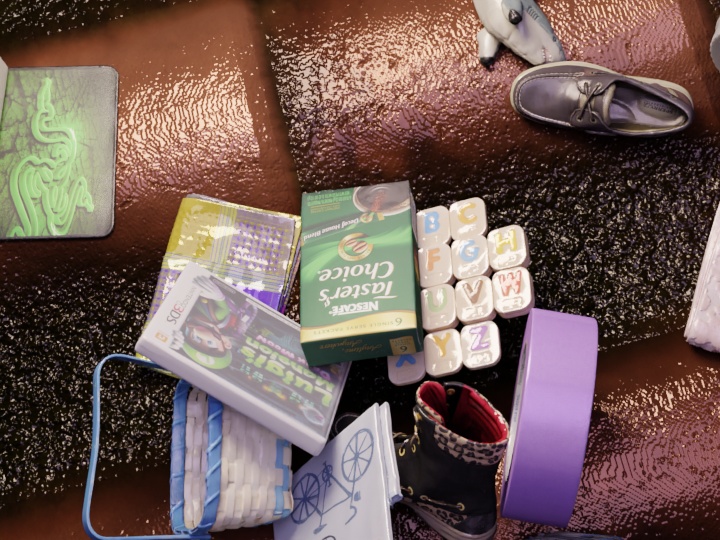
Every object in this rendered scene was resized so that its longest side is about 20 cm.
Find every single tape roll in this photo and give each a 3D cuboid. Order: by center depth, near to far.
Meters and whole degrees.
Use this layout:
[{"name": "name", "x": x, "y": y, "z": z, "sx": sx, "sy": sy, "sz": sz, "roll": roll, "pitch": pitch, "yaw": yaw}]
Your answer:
[{"name": "tape roll", "x": 0.180, "y": 0.141, "z": 1.379, "sx": 0.065, "sy": 0.200, "sz": 0.203, "roll": 8, "pitch": 74, "yaw": 4}]

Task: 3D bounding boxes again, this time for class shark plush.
[{"name": "shark plush", "x": 0.162, "y": -0.307, "z": 1.600, "sx": 0.082, "sy": 0.091, "sz": 0.202, "roll": -5, "pitch": 54, "yaw": -23}]

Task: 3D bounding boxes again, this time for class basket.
[{"name": "basket", "x": -0.167, "y": 0.181, "z": 1.398, "sx": 0.198, "sy": 0.139, "sz": 0.179, "roll": 11, "pitch": 72, "yaw": -25}]

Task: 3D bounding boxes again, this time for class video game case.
[{"name": "video game case", "x": -0.107, "y": 0.081, "z": 1.406, "sx": 0.199, "sy": 0.182, "sz": 0.023, "roll": 31, "pitch": 115, "yaw": -5}]

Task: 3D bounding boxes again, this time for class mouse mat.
[{"name": "mouse mat", "x": -0.345, "y": -0.131, "z": 1.572, "sx": 0.158, "sy": 0.008, "sz": 0.203, "roll": -2, "pitch": 75, "yaw": 1}]

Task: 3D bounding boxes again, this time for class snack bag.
[{"name": "snack bag", "x": -0.022, "y": 0.251, "z": 1.349, "sx": 0.021, "sy": 0.188, "sz": 0.202, "roll": 21, "pitch": 43, "yaw": -30}]

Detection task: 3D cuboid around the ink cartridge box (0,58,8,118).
[{"name": "ink cartridge box", "x": -0.471, "y": -0.151, "z": 1.507, "sx": 0.145, "sy": 0.145, "sz": 0.203, "roll": 2, "pitch": 74, "yaw": 6}]

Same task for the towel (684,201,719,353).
[{"name": "towel", "x": 0.455, "y": 0.013, "z": 1.497, "sx": 0.197, "sy": 0.032, "sz": 0.193, "roll": 16, "pitch": 75, "yaw": 7}]

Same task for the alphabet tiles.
[{"name": "alphabet tiles", "x": 0.078, "y": 0.018, "z": 1.472, "sx": 0.197, "sy": 0.015, "sz": 0.198, "roll": -13, "pitch": 57, "yaw": 18}]

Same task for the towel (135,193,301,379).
[{"name": "towel", "x": -0.147, "y": 0.022, "z": 1.514, "sx": 0.142, "sy": 0.023, "sz": 0.202, "roll": 15, "pitch": 75, "yaw": 5}]

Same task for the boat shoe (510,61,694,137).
[{"name": "boat shoe", "x": 0.259, "y": -0.180, "z": 1.532, "sx": 0.197, "sy": 0.065, "sz": 0.073, "roll": 9, "pitch": 102, "yaw": 2}]

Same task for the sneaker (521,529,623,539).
[{"name": "sneaker", "x": 0.175, "y": 0.295, "z": 1.406, "sx": 0.197, "sy": 0.085, "sz": 0.078, "roll": -7, "pitch": 98, "yaw": 21}]

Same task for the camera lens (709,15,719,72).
[{"name": "camera lens", "x": 0.478, "y": -0.286, "z": 1.515, "sx": 0.159, "sy": 0.160, "sz": 0.201, "roll": 31, "pitch": 77, "yaw": 10}]

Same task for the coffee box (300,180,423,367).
[{"name": "coffee box", "x": 0.000, "y": 0.000, "z": 1.460, "sx": 0.121, "sy": 0.044, "sz": 0.202, "roll": -6, "pitch": 50, "yaw": 8}]

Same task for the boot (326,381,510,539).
[{"name": "boot", "x": 0.057, "y": 0.164, "z": 1.387, "sx": 0.199, "sy": 0.152, "sz": 0.073, "roll": 34, "pitch": 49, "yaw": 24}]
